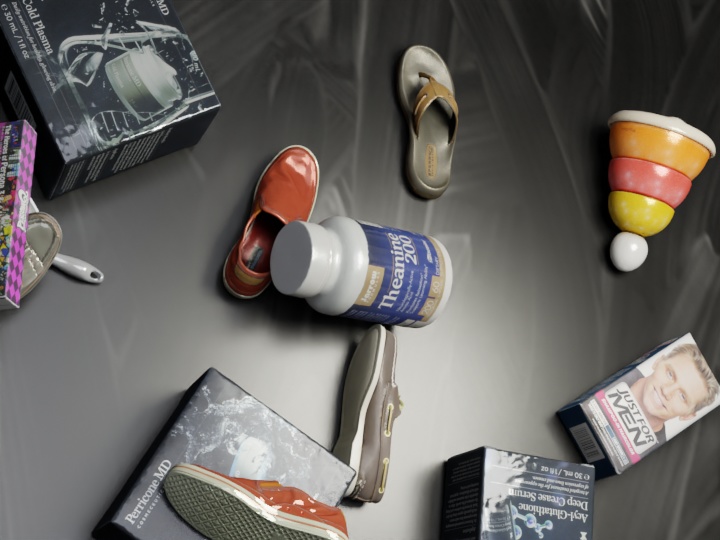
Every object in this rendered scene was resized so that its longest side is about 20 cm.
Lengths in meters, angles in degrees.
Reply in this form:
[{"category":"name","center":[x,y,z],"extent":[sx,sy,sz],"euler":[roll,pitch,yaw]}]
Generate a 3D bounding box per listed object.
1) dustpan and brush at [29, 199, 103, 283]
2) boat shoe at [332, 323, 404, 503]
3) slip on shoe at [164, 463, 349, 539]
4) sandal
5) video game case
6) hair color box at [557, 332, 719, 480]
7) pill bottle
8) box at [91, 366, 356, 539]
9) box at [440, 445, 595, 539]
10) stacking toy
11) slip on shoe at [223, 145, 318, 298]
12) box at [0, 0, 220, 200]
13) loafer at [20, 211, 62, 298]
[{"category":"dustpan and brush","center":[-0.372,-0.030,1.441],"extent":[0.198,0.057,0.141],"euler":[22,79,-8]},{"category":"boat shoe","center":[0.015,0.165,1.525],"extent":[0.059,0.072,0.203],"euler":[18,72,-22]},{"category":"slip on shoe","center":[-0.103,0.239,1.333],"extent":[0.198,0.075,0.061],"euler":[21,33,-8]},{"category":"sandal","center":[0.088,-0.192,1.669],"extent":[0.081,0.055,0.203],"euler":[8,72,-20]},{"category":"video game case","center":[-0.426,-0.050,1.356],"extent":[0.179,0.036,0.203],"euler":[-7,65,12]},{"category":"hair color box","center":[0.355,0.169,1.666],"extent":[0.199,0.060,0.101],"euler":[-28,86,-27]},{"category":"pill bottle","center":[0.000,0.000,1.516],"extent":[0.198,0.110,0.113],"euler":[11,69,-38]},{"category":"box","center":[-0.144,0.247,1.409],"extent":[0.199,0.117,0.198],"euler":[36,65,-7]},{"category":"box","center":[0.177,0.318,1.523],"extent":[0.147,0.107,0.203],"euler":[12,71,-19]},{"category":"stacking toy","center":[0.368,-0.097,1.736],"extent":[0.145,0.146,0.202],"euler":[20,87,-15]},{"category":"slip on shoe","center":[-0.098,-0.061,1.543],"extent":[0.074,0.061,0.202],"euler":[29,64,-9]},{"category":"box","center":[-0.294,-0.217,1.486],"extent":[0.195,0.124,0.202],"euler":[-24,84,-28]},{"category":"loafer","center":[-0.391,0.017,1.372],"extent":[0.199,0.063,0.072],"euler":[-39,103,-5]}]
